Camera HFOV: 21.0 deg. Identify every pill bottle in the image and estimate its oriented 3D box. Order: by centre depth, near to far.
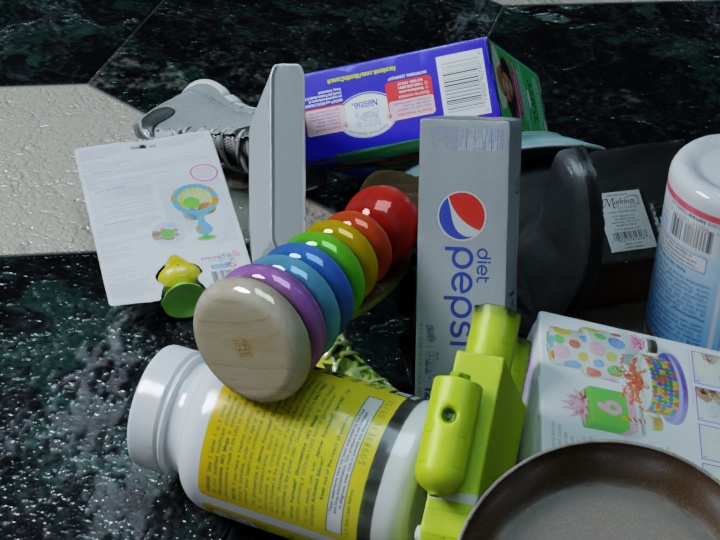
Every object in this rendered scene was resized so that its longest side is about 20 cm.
[{"bbox_3d":[-0.047,0.116,1.274,0.199,0.113,0.112,16,34,17],"label":"pill bottle"},{"bbox_3d":[0.262,0.013,1.392,0.108,0.201,0.109,3,32,-2],"label":"pill bottle"}]

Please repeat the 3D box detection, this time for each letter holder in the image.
[{"bbox_3d":[0.159,-0.016,1.540,0.199,0.142,0.101,-8,66,-18],"label":"letter holder"}]

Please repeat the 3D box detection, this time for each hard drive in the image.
[{"bbox_3d":[-0.064,-0.067,1.454,0.026,0.133,0.200,0,-7,-7],"label":"hard drive"}]

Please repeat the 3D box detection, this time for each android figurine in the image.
[{"bbox_3d":[0.068,0.128,1.213,0.041,0.182,0.201,10,75,14],"label":"android figurine"}]

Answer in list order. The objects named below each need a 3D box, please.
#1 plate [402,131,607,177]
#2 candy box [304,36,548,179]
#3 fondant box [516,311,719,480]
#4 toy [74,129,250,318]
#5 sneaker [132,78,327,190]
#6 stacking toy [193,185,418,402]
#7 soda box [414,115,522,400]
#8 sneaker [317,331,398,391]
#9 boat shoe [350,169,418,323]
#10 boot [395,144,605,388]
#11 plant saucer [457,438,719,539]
[{"bbox_3d":[0.101,-0.080,1.562,0.199,0.200,0.026,-8,78,-19],"label":"plate"},{"bbox_3d":[0.052,-0.127,1.584,0.168,0.078,0.200,-10,-4,16],"label":"candy box"},{"bbox_3d":[0.205,0.116,1.298,0.199,0.058,0.145,14,43,-8],"label":"fondant box"},{"bbox_3d":[-0.158,-0.032,1.554,0.114,0.047,0.200,-8,39,-11],"label":"toy"},{"bbox_3d":[-0.124,-0.098,1.656,0.115,0.075,0.200,-26,32,-32],"label":"sneaker"},{"bbox_3d":[-0.021,0.002,1.269,0.085,0.086,0.200,21,38,24],"label":"stacking toy"},{"bbox_3d":[0.074,-0.005,1.327,0.063,0.201,0.068,2,6,11],"label":"soda box"},{"bbox_3d":[-0.019,0.085,1.360,0.199,0.077,0.075,27,36,27],"label":"sneaker"},{"bbox_3d":[0.000,0.000,1.393,0.072,0.072,0.200,19,33,8],"label":"boat shoe"},{"bbox_3d":[0.097,0.004,1.390,0.131,0.201,0.070,2,27,-11],"label":"boot"},{"bbox_3d":[0.148,0.197,1.126,0.199,0.032,0.201,2,62,-3],"label":"plant saucer"}]
